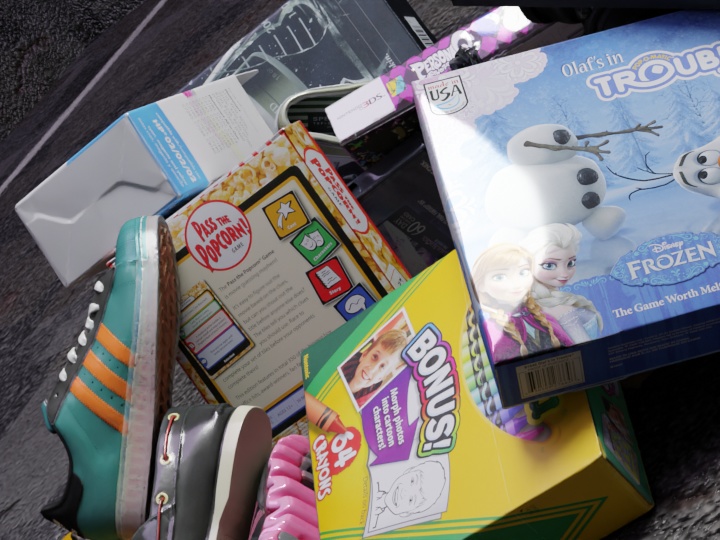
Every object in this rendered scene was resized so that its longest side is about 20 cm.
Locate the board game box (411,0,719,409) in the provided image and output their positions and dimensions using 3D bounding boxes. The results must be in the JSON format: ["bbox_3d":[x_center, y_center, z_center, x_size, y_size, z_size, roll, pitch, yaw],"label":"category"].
[{"bbox_3d":[0.143,-0.043,0.995,0.198,0.044,0.200,-15,50,1],"label":"board game box"}]

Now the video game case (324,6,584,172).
[{"bbox_3d":[0.092,-0.101,1.280,0.180,0.200,0.036,-30,63,10],"label":"video game case"}]

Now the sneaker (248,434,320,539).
[{"bbox_3d":[-0.044,0.171,1.124,0.096,0.079,0.200,-57,5,23],"label":"sneaker"}]

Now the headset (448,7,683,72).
[{"bbox_3d":[0.130,-0.171,1.113,0.123,0.094,0.201,34,84,41],"label":"headset"}]

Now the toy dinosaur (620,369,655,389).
[{"bbox_3d":[0.075,0.075,1.104,0.199,0.060,0.106,-33,20,26],"label":"toy dinosaur"}]

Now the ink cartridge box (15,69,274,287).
[{"bbox_3d":[-0.132,-0.067,1.315,0.115,0.068,0.200,-35,-1,27],"label":"ink cartridge box"}]

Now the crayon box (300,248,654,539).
[{"bbox_3d":[0.055,0.082,1.034,0.172,0.058,0.201,-35,37,21],"label":"crayon box"}]

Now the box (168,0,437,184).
[{"bbox_3d":[-0.016,-0.102,1.462,0.196,0.201,0.124,-38,-1,13],"label":"box"}]

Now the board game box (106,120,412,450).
[{"bbox_3d":[-0.043,0.031,1.221,0.151,0.201,0.046,-35,2,16],"label":"board game box"}]

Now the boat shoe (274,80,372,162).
[{"bbox_3d":[0.038,-0.105,1.355,0.198,0.073,0.062,-6,0,0],"label":"boat shoe"}]

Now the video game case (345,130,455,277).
[{"bbox_3d":[0.000,0.000,1.292,0.199,0.143,0.019,-37,51,15],"label":"video game case"}]

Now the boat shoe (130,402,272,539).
[{"bbox_3d":[-0.102,0.174,1.127,0.062,0.074,0.203,1,65,19],"label":"boat shoe"}]

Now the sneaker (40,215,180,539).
[{"bbox_3d":[-0.157,0.065,1.176,0.079,0.202,0.071,4,-4,7],"label":"sneaker"}]

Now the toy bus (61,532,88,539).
[{"bbox_3d":[-0.166,0.219,1.240,0.065,0.078,0.200,-46,17,-19],"label":"toy bus"}]

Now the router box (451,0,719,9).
[{"bbox_3d":[0.156,-0.220,1.077,0.198,0.052,0.158,4,54,21],"label":"router box"}]
